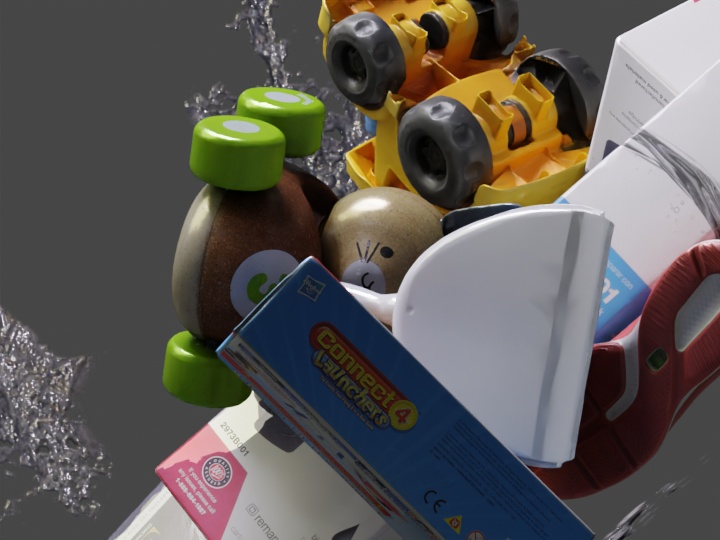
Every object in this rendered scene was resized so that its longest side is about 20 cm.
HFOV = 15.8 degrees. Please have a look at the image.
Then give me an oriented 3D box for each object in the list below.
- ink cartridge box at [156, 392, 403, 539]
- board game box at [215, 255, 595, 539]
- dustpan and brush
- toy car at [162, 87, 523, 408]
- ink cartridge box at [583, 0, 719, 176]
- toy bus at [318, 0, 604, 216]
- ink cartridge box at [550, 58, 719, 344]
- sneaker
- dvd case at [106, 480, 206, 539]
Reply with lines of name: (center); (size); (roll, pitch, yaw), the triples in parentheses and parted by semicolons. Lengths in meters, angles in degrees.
ink cartridge box: (-0.003, 0.121, 1.621); (0.200, 0.145, 0.084); (-41, -33, -2)
board game box: (0.017, 0.088, 1.348); (0.056, 0.200, 0.196); (-45, 1, -7)
dustpan and brush: (0.043, 0.025, 1.413); (0.057, 0.199, 0.141); (14, -94, -66)
toy car: (0.000, 0.000, 1.530); (0.158, 0.199, 0.165); (-45, -34, -67)
ink cartridge box: (0.220, -0.078, 1.640); (0.144, 0.084, 0.201); (-28, -32, -28)
toy bus: (0.054, -0.083, 1.729); (0.135, 0.200, 0.193); (-25, -28, -33)
ink cartridge box: (0.194, -0.025, 1.500); (0.200, 0.086, 0.147); (-40, -28, -2)
sneaker: (0.176, 0.051, 1.409); (0.115, 0.079, 0.200); (-14, -22, -49)
dvd case: (-0.094, 0.206, 1.773); (0.149, 0.016, 0.200); (-47, 45, 0)
